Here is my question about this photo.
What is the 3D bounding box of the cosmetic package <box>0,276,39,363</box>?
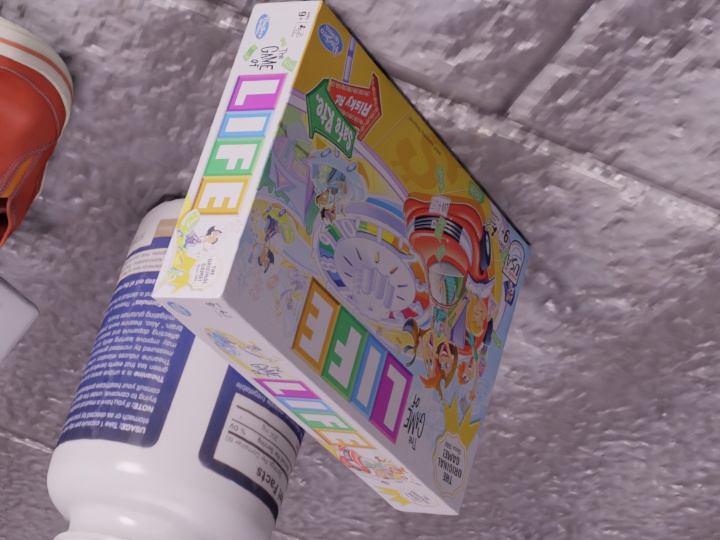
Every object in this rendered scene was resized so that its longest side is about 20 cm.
[{"bbox_3d":[-0.265,-0.018,1.093,0.101,0.071,0.200,32,172,47],"label":"cosmetic package"}]

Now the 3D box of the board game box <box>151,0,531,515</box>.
[{"bbox_3d":[0.000,0.000,0.913,0.034,0.135,0.200,1,152,33],"label":"board game box"}]

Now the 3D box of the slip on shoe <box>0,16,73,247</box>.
[{"bbox_3d":[-0.174,-0.060,0.995,0.074,0.061,0.200,20,155,-2],"label":"slip on shoe"}]

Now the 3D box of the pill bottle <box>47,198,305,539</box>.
[{"bbox_3d":[-0.084,0.076,1.054,0.111,0.200,0.111,15,156,7],"label":"pill bottle"}]
